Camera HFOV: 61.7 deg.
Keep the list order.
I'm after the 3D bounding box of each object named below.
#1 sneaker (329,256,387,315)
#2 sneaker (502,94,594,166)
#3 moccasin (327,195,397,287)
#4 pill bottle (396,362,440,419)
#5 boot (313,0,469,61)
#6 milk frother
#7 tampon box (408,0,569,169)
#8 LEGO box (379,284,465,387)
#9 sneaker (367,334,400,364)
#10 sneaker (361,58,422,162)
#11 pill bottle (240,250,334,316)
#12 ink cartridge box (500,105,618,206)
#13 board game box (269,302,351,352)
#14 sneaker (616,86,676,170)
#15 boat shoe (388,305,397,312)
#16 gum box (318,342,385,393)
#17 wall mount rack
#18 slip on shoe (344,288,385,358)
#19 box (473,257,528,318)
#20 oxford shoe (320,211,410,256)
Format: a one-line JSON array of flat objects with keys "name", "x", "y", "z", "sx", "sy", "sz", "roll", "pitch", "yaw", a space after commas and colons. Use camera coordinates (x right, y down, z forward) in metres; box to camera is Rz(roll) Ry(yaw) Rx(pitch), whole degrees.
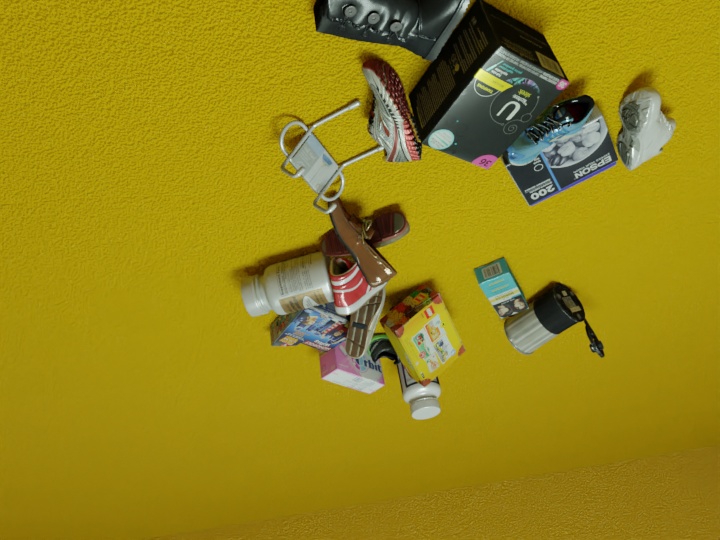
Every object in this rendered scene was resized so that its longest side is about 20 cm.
[{"name": "sneaker", "x": 0.000, "y": 0.000, "z": 1.319, "sx": 0.071, "sy": 0.200, "sz": 0.113, "roll": 4, "pitch": 121, "yaw": 31}, {"name": "sneaker", "x": 0.322, "y": -0.256, "z": 1.046, "sx": 0.199, "sy": 0.079, "sz": 0.090, "roll": -32, "pitch": 173, "yaw": -16}, {"name": "moccasin", "x": 0.003, "y": -0.065, "z": 1.205, "sx": 0.077, "sy": 0.202, "sz": 0.074, "roll": -32, "pitch": 178, "yaw": 11}, {"name": "pill bottle", "x": 0.167, "y": 0.313, "z": 1.716, "sx": 0.110, "sy": 0.201, "sz": 0.112, "roll": -6, "pitch": 145, "yaw": -5}, {"name": "boot", "x": 0.048, "y": -0.395, "z": 0.861, "sx": 0.198, "sy": 0.066, "sz": 0.165, "roll": 10, "pitch": 138, "yaw": -19}, {"name": "milk frother", "x": 0.527, "y": 0.173, "z": 1.621, "sx": 0.179, "sy": 0.201, "sz": 0.188, "roll": 13, "pitch": 139, "yaw": -34}, {"name": "tampon box", "x": 0.199, "y": -0.291, "z": 0.975, "sx": 0.149, "sy": 0.127, "sz": 0.200, "roll": 13, "pitch": 138, "yaw": -28}, {"name": "LEGO box", "x": 0.158, "y": 0.164, "z": 1.509, "sx": 0.149, "sy": 0.077, "sz": 0.201, "roll": -37, "pitch": 120, "yaw": -17}, {"name": "sneaker", "x": 0.117, "y": 0.219, "z": 1.674, "sx": 0.198, "sy": 0.084, "sz": 0.077, "roll": -8, "pitch": 150, "yaw": -2}, {"name": "sneaker", "x": 0.041, "y": -0.259, "z": 1.015, "sx": 0.081, "sy": 0.078, "sz": 0.201, "roll": -9, "pitch": 134, "yaw": 20}, {"name": "pill bottle", "x": -0.157, "y": 0.036, "z": 1.337, "sx": 0.198, "sy": 0.115, "sz": 0.115, "roll": -15, "pitch": 144, "yaw": 7}, {"name": "ink cartridge box", "x": 0.406, "y": -0.211, "z": 1.208, "sx": 0.197, "sy": 0.044, "sz": 0.200, "roll": -27, "pitch": 142, "yaw": 21}, {"name": "board game box", "x": -0.126, "y": 0.137, "z": 1.526, "sx": 0.199, "sy": 0.062, "sz": 0.199, "roll": -34, "pitch": 138, "yaw": 30}, {"name": "sneaker", "x": 0.545, "y": -0.279, "z": 1.135, "sx": 0.099, "sy": 0.078, "sz": 0.200, "roll": -22, "pitch": 152, "yaw": 5}, {"name": "boat shoe", "x": 0.149, "y": 0.130, "z": 1.578, "sx": 0.062, "sy": 0.072, "sz": 0.199, "roll": -37, "pitch": 138, "yaw": 24}, {"name": "gum box", "x": -0.021, "y": 0.260, "z": 1.672, "sx": 0.066, "sy": 0.114, "sz": 0.199, "roll": -35, "pitch": 137, "yaw": 30}, {"name": "wall mount rack", "x": -0.049, "y": -0.206, "z": 1.083, "sx": 0.174, "sy": 0.074, "sz": 0.200, "roll": -53, "pitch": 141, "yaw": -7}, {"name": "slip on shoe", "x": 0.013, "y": 0.115, "z": 1.474, "sx": 0.075, "sy": 0.202, "sz": 0.061, "roll": 14, "pitch": -175, "yaw": 12}, {"name": "box", "x": 0.361, "y": 0.049, "z": 1.538, "sx": 0.082, "sy": 0.049, "sz": 0.200, "roll": -23, "pitch": 142, "yaw": 17}, {"name": "oxford shoe", "x": 0.013, "y": -0.065, "z": 1.286, "sx": 0.198, "sy": 0.071, "sz": 0.075, "roll": -13, "pitch": 162, "yaw": 17}]
